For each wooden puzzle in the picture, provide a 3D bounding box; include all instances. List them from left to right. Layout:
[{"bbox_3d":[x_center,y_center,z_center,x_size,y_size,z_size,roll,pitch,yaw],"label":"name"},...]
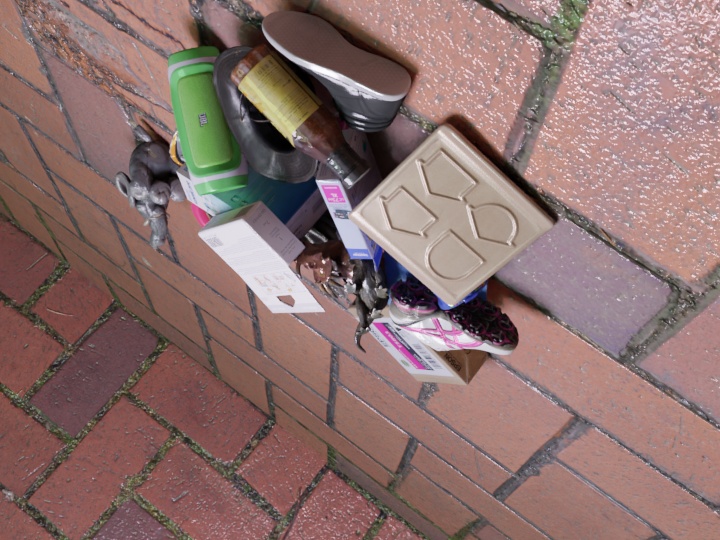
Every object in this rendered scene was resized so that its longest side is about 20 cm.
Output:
[{"bbox_3d":[0.112,-0.069,1.139,0.185,0.046,0.200,41,127,-12],"label":"wooden puzzle"}]

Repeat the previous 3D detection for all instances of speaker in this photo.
[{"bbox_3d":[-0.218,-0.213,1.307,0.088,0.088,0.200,-4,99,62],"label":"speaker"}]

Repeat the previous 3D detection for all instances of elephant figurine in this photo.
[{"bbox_3d":[-0.416,-0.158,1.796,0.141,0.155,0.200,22,155,-18],"label":"elephant figurine"}]

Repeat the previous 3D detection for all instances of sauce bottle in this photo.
[{"bbox_3d":[-0.070,-0.183,1.111,0.200,0.066,0.066,48,159,-1],"label":"sauce bottle"}]

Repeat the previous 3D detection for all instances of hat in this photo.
[{"bbox_3d":[-0.106,-0.220,1.229,0.200,0.081,0.201,28,139,27],"label":"hat"}]

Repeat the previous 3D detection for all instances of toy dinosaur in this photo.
[{"bbox_3d":[0.000,0.000,1.413,0.200,0.136,0.086,30,157,10],"label":"toy dinosaur"},{"bbox_3d":[0.015,0.030,1.341,0.077,0.102,0.200,-6,121,15],"label":"toy dinosaur"}]

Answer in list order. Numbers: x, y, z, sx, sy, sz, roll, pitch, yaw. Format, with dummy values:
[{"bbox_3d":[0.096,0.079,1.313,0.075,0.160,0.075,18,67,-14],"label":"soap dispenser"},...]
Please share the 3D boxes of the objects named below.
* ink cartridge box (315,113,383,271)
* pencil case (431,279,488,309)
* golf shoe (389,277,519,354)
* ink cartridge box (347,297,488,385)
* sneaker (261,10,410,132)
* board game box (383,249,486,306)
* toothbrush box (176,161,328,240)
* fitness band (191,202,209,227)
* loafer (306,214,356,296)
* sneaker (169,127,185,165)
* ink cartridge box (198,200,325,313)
[{"bbox_3d":[-0.004,-0.102,1.243,0.042,0.120,0.200,-1,144,21],"label":"ink cartridge box"},{"bbox_3d":[0.094,-0.038,1.235,0.200,0.078,0.087,54,180,-20],"label":"pencil case"},{"bbox_3d":[0.135,0.080,1.321,0.200,0.073,0.092,22,136,24],"label":"golf shoe"},{"bbox_3d":[0.096,0.105,1.562,0.200,0.075,0.165,45,158,-17],"label":"ink cartridge box"},{"bbox_3d":[-0.035,-0.232,1.095,0.200,0.071,0.099,31,153,11],"label":"sneaker"},{"bbox_3d":[0.116,0.007,1.348,0.158,0.039,0.200,11,129,21],"label":"board game box"},{"bbox_3d":[-0.156,-0.133,1.402,0.200,0.146,0.085,32,158,18],"label":"toothbrush box"},{"bbox_3d":[-0.254,-0.083,1.834,0.200,0.037,0.144,34,156,13],"label":"fitness band"},{"bbox_3d":[-0.044,-0.026,1.513,0.200,0.071,0.073,39,160,-18],"label":"loafer"},{"bbox_3d":[-0.270,-0.194,1.589,0.077,0.078,0.200,17,156,18],"label":"sneaker"},{"bbox_3d":[-0.137,-0.014,1.339,0.176,0.045,0.200,48,158,-17],"label":"ink cartridge box"}]
